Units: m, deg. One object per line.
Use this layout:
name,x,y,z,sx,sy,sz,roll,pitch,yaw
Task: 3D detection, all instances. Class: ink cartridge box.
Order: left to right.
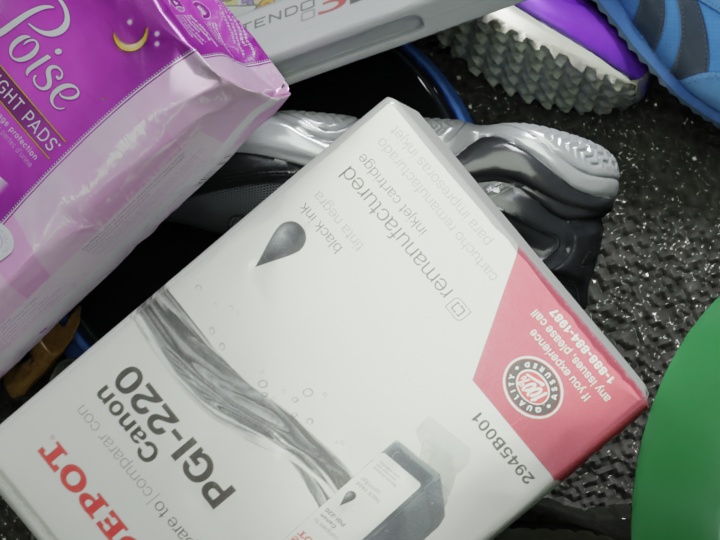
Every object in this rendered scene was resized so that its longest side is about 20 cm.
ink cartridge box,-0.016,0.055,0.866,0.200,0.085,0.146,-41,86,5

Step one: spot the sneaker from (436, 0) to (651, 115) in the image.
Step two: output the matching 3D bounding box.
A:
sneaker,0.049,-0.149,1.014,0.200,0.070,0.100,32,78,6

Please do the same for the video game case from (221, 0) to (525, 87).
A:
video game case,-0.021,-0.156,0.959,0.182,0.023,0.200,-18,48,17

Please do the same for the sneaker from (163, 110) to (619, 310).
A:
sneaker,0.000,0.000,0.940,0.200,0.075,0.114,2,81,3

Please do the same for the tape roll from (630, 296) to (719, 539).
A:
tape roll,0.189,0.091,0.897,0.200,0.048,0.201,-1,92,-38

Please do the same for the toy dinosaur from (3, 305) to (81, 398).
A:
toy dinosaur,-0.166,0.040,0.985,0.060,0.106,0.200,4,71,-39

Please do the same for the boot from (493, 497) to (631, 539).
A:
boot,0.104,0.166,0.959,0.200,0.077,0.138,8,98,-9

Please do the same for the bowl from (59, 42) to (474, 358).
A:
bowl,-0.042,-0.024,1.003,0.200,0.039,0.201,0,78,0

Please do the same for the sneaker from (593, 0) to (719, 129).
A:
sneaker,0.134,-0.134,0.980,0.078,0.066,0.200,-36,103,34

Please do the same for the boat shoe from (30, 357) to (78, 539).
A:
boat shoe,-0.100,0.130,0.959,0.071,0.072,0.200,7,89,35

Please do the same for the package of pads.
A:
package of pads,-0.135,-0.042,0.887,0.200,0.076,0.121,-43,77,12
